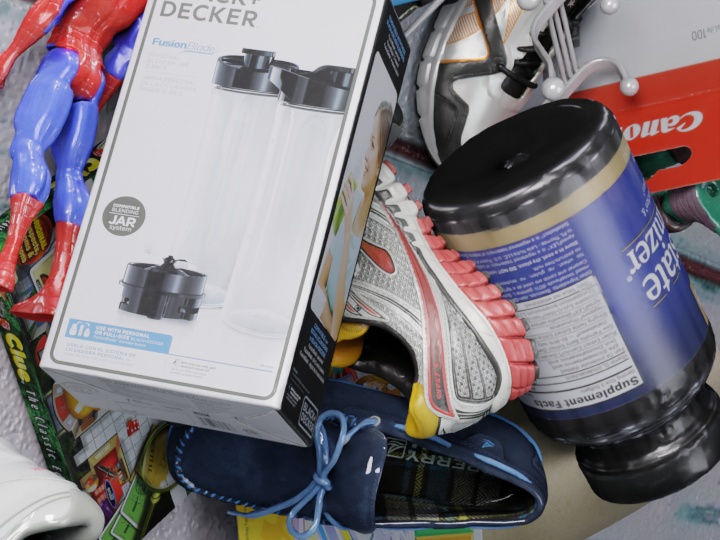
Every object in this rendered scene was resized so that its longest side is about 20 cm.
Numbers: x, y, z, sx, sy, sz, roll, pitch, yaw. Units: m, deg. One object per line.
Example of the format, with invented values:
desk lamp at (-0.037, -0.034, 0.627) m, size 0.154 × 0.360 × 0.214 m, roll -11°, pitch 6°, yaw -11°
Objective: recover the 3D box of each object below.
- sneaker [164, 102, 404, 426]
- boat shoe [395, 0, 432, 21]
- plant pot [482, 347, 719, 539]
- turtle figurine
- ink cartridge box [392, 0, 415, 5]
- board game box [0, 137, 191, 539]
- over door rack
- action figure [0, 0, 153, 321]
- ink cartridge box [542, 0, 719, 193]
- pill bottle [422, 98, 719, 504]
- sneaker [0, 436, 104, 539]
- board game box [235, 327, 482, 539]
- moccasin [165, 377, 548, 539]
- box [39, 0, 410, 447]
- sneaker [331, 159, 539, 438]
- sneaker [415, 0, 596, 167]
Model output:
sneaker at (-0.045, -0.007, 0.941) m, size 0.200 × 0.083 × 0.071 m, roll -48°, pitch 157°, yaw -7°
boat shoe at (0.038, -0.190, 1.078) m, size 0.201 × 0.066 × 0.072 m, roll -54°, pitch 141°, yaw -27°
plant pot at (0.091, 0.098, 1.178) m, size 0.200 × 0.187 × 0.188 m, roll -38°, pitch 132°, yaw -23°
turtle figurine at (0.166, -0.039, 1.213) m, size 0.100 × 0.200 × 0.150 m, roll 14°, pitch 69°, yaw -28°
ink cartridge box at (-0.054, -0.197, 0.892) m, size 0.200 × 0.115 × 0.068 m, roll 52°, pitch 34°, yaw -51°
board game box at (-0.125, 0.043, 0.976) m, size 0.105 × 0.023 × 0.201 m, roll -45°, pitch 134°, yaw -39°
over door rack at (0.069, -0.095, 1.078) m, size 0.200 × 0.067 × 0.148 m, roll -38°, pitch 139°, yaw -14°
action figure at (-0.135, -0.081, 0.888) m, size 0.065 × 0.052 × 0.201 m, roll 33°, pitch 67°, yaw -47°
ink cartridge box at (0.176, -0.137, 1.168) m, size 0.057 × 0.162 × 0.201 m, roll 48°, pitch 49°, yaw -32°
pill bottle at (0.121, 0.020, 1.041) m, size 0.112 × 0.112 × 0.201 m, roll -45°, pitch 116°, yaw -36°
sneaker at (-0.180, 0.175, 0.876) m, size 0.078 × 0.099 × 0.201 m, roll 36°, pitch 72°, yaw -52°
board game box at (-0.003, 0.118, 1.069) m, size 0.034 × 0.134 × 0.201 m, roll -110°, pitch -165°, yaw -74°
moccasin at (0.002, 0.095, 1.001) m, size 0.199 × 0.068 × 0.081 m, roll 0°, pitch 111°, yaw -10°
box at (-0.058, -0.032, 0.881) m, size 0.060 × 0.116 × 0.201 m, roll 59°, pitch 43°, yaw -65°
sneaker at (0.000, 0.000, 0.996) m, size 0.082 × 0.200 × 0.078 m, roll -34°, pitch 156°, yaw -20°
sneaker at (0.092, -0.147, 1.159) m, size 0.074 × 0.080 × 0.201 m, roll 11°, pitch 95°, yaw -57°
